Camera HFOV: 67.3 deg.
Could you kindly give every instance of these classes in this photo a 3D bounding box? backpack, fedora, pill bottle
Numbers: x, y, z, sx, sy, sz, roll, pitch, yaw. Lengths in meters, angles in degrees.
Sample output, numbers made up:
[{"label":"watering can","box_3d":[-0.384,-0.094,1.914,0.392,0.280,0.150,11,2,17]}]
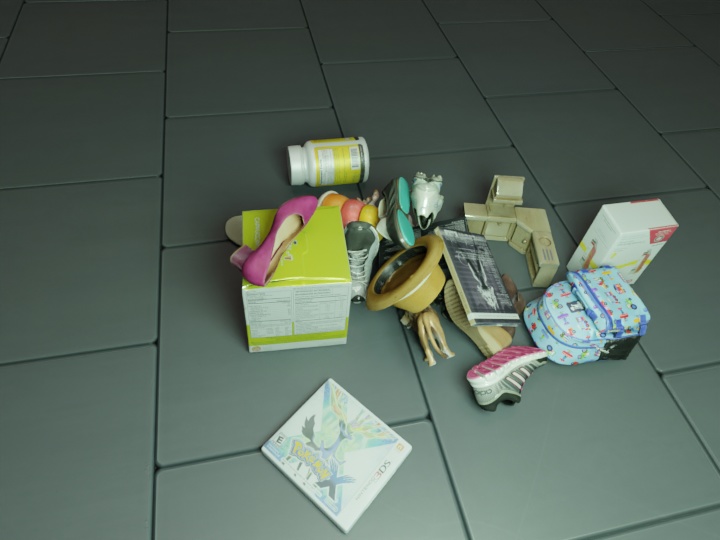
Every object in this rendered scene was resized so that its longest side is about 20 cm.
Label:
[{"label":"backpack","box_3d":[0.442,0.092,1.093,0.196,0.136,0.185,-6,51,-12]},{"label":"fedora","box_3d":[0.098,0.023,1.030,0.082,0.199,0.202,44,50,-17]},{"label":"pill bottle","box_3d":[-0.084,-0.273,1.368,0.196,0.115,0.116,-7,50,-11]}]

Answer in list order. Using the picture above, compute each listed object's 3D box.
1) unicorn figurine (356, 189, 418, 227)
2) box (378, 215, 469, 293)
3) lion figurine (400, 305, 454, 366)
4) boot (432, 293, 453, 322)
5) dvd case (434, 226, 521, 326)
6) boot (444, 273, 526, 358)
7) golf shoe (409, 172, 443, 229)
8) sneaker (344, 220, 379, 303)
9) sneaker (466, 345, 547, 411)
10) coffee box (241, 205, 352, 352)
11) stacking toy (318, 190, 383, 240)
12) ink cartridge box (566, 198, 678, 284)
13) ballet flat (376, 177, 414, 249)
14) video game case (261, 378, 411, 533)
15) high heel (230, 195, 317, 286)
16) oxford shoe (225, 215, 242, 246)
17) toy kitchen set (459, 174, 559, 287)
[{"label":"unicorn figurine","box_3d":[0.083,-0.129,1.299,0.196,0.074,0.140,-11,59,4]},{"label":"box","box_3d":[0.141,-0.023,1.160,0.196,0.080,0.143,-11,45,15]},{"label":"lion figurine","box_3d":[0.130,0.110,1.037,0.071,0.200,0.125,-17,85,-6]},{"label":"boot","box_3d":[0.201,0.012,1.189,0.128,0.068,0.202,-18,52,-12]},{"label":"dvd case","box_3d":[0.225,0.013,1.039,0.147,0.016,0.203,5,57,-41]},{"label":"boot","box_3d":[0.255,0.059,1.095,0.202,0.072,0.167,55,51,-18]},{"label":"golf shoe","box_3d":[0.133,-0.132,1.152,0.077,0.200,0.099,8,82,12]},{"label":"sneaker","box_3d":[0.000,0.000,1.093,0.073,0.202,0.117,1,56,2]},{"label":"sneaker","box_3d":[0.282,0.204,1.022,0.197,0.089,0.073,-17,10,-34]},{"label":"coffee box","box_3d":[-0.128,0.015,1.062,0.195,0.200,0.202,-4,49,-9]},{"label":"stacking toy","box_3d":[0.006,-0.100,1.172,0.196,0.148,0.147,2,44,28]},{"label":"ink cartridge box","box_3d":[0.566,-0.050,1.186,0.142,0.202,0.085,-8,53,-13]},{"label":"ballet flat","box_3d":[0.069,-0.104,1.083,0.068,0.068,0.202,-27,37,26]},{"label":"video game case","box_3d":[-0.040,0.310,0.936,0.199,0.022,0.182,34,55,22]},{"label":"high heel","box_3d":[-0.127,-0.050,0.940,0.095,0.068,0.200,31,69,35]},{"label":"oxford shoe","box_3d":[-0.213,-0.084,1.237,0.195,0.077,0.058,6,7,10]},{"label":"toy kitchen set","box_3d":[0.337,-0.091,1.221,0.195,0.165,0.183,4,49,-2]}]
